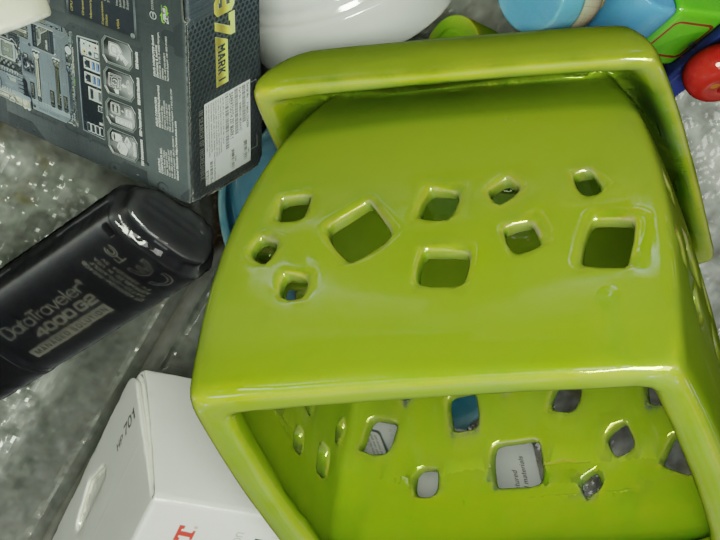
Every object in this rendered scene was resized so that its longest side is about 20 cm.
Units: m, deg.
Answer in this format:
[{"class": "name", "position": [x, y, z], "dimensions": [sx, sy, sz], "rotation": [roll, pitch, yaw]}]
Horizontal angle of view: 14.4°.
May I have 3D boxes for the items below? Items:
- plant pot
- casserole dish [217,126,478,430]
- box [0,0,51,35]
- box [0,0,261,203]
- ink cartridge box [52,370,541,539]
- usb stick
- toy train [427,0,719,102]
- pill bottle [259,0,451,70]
[{"class": "plant pot", "position": [0.054, 0.013, 1.191], "dimensions": [0.199, 0.182, 0.200], "rotation": [-5, 149, 14]}, {"class": "casserole dish", "position": [0.000, 0.000, 1.348], "dimensions": [0.121, 0.039, 0.200], "rotation": [-21, 114, -8]}, {"class": "box", "position": [-0.219, -0.170, 1.105], "dimensions": [0.128, 0.109, 0.200], "rotation": [-23, 102, -15]}, {"class": "box", "position": [-0.115, -0.144, 1.177], "dimensions": [0.051, 0.158, 0.200], "rotation": [-33, 134, -42]}, {"class": "ink cartridge box", "position": [-0.031, 0.138, 1.342], "dimensions": [0.200, 0.086, 0.147], "rotation": [10, 132, -21]}, {"class": "usb stick", "position": [-0.131, 0.012, 1.246], "dimensions": [0.055, 0.200, 0.033], "rotation": [36, 55, -19]}, {"class": "toy train", "position": [0.074, -0.085, 1.264], "dimensions": [0.116, 0.085, 0.200], "rotation": [4, 151, -37]}, {"class": "pill bottle", "position": [-0.038, -0.192, 1.221], "dimensions": [0.116, 0.116, 0.200], "rotation": [-27, 116, -5]}]
